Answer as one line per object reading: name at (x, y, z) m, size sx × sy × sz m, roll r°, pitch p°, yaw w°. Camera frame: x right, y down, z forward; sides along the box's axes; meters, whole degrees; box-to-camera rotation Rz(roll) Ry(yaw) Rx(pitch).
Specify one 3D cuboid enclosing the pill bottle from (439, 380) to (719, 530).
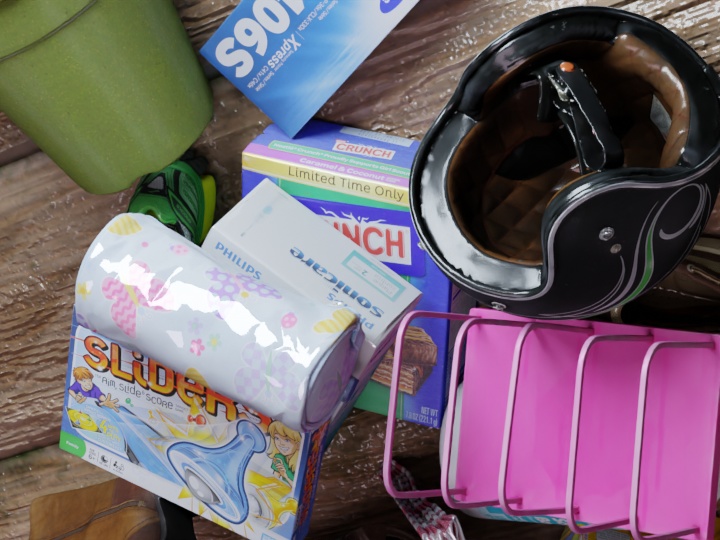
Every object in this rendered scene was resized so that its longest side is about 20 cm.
pill bottle at (0.165, 0.132, 1.474) m, size 0.198 × 0.111 × 0.112 m, roll 0°, pitch 120°, yaw 34°

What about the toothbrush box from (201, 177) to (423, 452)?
toothbrush box at (-0.068, 0.059, 1.468) m, size 0.146 × 0.085 × 0.201 m, roll 35°, pitch 129°, yaw 7°

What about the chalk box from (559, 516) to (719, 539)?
chalk box at (0.198, 0.287, 1.547) m, size 0.123 × 0.124 × 0.201 m, roll 15°, pitch 125°, yaw -5°

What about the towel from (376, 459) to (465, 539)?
towel at (0.080, 0.225, 1.555) m, size 0.030 × 0.200 × 0.147 m, roll -37°, pitch 103°, yaw -3°

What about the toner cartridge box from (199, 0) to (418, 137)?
toner cartridge box at (-0.020, -0.193, 1.414) m, size 0.095 × 0.043 × 0.200 m, roll 41°, pitch 126°, yaw -6°

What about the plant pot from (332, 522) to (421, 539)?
plant pot at (-0.025, 0.313, 1.623) m, size 0.200 × 0.201 × 0.198 m, roll 48°, pitch 126°, yaw -10°

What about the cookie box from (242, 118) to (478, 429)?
cookie box at (0.000, 0.000, 1.502) m, size 0.170 × 0.075 × 0.202 m, roll 13°, pitch 123°, yaw 18°

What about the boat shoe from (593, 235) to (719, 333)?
boat shoe at (0.187, 0.007, 1.427) m, size 0.200 × 0.075 × 0.075 m, roll 3°, pitch 121°, yaw 21°

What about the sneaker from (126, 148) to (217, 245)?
sneaker at (-0.161, 0.007, 1.569) m, size 0.077 × 0.085 × 0.202 m, roll 12°, pitch 124°, yaw 16°

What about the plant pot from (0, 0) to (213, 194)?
plant pot at (-0.200, -0.164, 1.438) m, size 0.199 × 0.201 × 0.191 m, roll -16°, pitch 125°, yaw 30°

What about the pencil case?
pencil case at (-0.097, 0.033, 1.362) m, size 0.199 × 0.083 × 0.091 m, roll 24°, pitch 89°, yaw 17°

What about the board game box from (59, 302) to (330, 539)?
board game box at (-0.121, 0.108, 1.450) m, size 0.199 × 0.034 × 0.136 m, roll 23°, pitch 125°, yaw 17°

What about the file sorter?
file sorter at (0.129, 0.103, 1.359) m, size 0.198 × 0.125 × 0.141 m, roll 6°, pitch 91°, yaw 33°

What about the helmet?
helmet at (0.137, -0.061, 1.334) m, size 0.199 × 0.201 × 0.191 m, roll 33°, pitch 140°, yaw 1°

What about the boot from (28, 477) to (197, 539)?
boot at (-0.223, 0.250, 1.685) m, size 0.199 × 0.190 × 0.068 m, roll -21°, pitch 142°, yaw 30°
